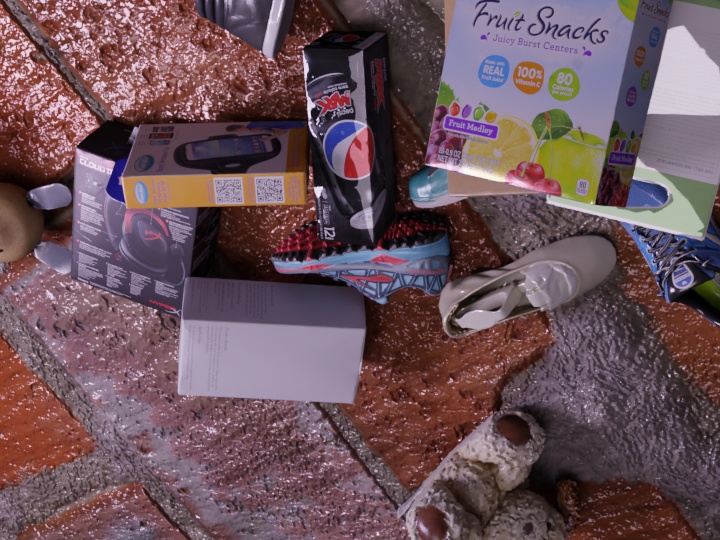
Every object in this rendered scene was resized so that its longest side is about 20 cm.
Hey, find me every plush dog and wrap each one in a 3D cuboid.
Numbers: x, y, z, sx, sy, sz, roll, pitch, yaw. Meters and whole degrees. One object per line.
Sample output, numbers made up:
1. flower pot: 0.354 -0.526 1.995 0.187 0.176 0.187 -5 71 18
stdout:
1. plush dog: 0.155 0.279 1.293 0.172 0.200 0.160 43 161 3

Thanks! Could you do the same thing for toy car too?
1. toy car: -0.427 -0.049 1.314 0.200 0.158 0.165 5 113 6

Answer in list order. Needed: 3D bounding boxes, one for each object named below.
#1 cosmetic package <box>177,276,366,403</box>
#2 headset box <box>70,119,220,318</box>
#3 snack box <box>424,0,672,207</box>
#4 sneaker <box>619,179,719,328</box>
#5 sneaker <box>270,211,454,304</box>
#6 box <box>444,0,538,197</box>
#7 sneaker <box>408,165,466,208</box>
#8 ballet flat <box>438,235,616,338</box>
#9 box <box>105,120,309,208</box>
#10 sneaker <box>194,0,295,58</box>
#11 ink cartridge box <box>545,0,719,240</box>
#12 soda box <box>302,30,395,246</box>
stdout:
1. cosmetic package: -0.098 0.077 1.255 0.200 0.081 0.113 4 126 -10
2. headset box: -0.235 -0.063 1.262 0.148 0.075 0.200 19 127 9
3. snack box: 0.153 -0.167 0.937 0.168 0.068 0.200 17 100 36
4. sneaker: 0.300 -0.023 1.065 0.200 0.089 0.079 42 126 -8
5. sneaker: 0.000 0.000 1.208 0.200 0.079 0.096 -2 123 23
6. box: 0.146 -0.166 0.997 0.163 0.021 0.200 1 93 37
7. sneaker: 0.121 -0.131 1.083 0.200 0.071 0.080 -26 108 24
8. ballet flat: 0.166 0.023 1.164 0.200 0.070 0.070 -22 111 31
9. box: -0.151 -0.107 1.137 0.200 0.119 0.042 0 122 -1
10. sneaker: -0.103 -0.298 1.057 0.099 0.071 0.200 20 131 2
11. ink cartridge box: 0.254 -0.142 0.991 0.145 0.048 0.200 14 105 12
12. soda box: -0.009 -0.128 1.119 0.063 0.071 0.200 6 117 20
